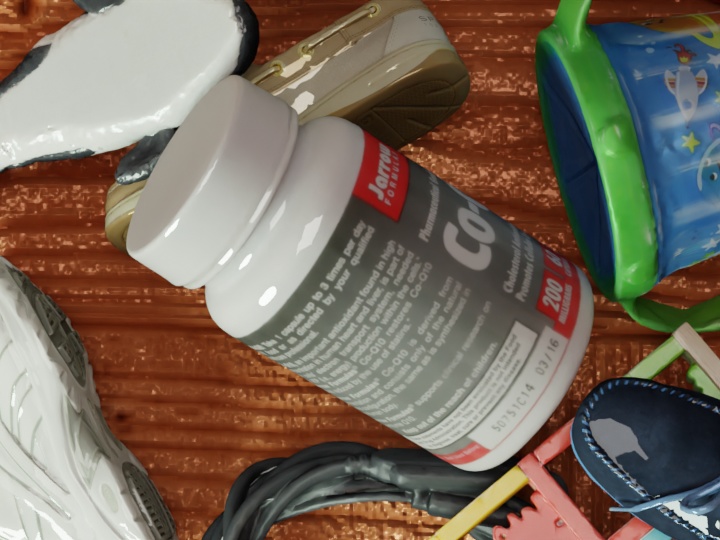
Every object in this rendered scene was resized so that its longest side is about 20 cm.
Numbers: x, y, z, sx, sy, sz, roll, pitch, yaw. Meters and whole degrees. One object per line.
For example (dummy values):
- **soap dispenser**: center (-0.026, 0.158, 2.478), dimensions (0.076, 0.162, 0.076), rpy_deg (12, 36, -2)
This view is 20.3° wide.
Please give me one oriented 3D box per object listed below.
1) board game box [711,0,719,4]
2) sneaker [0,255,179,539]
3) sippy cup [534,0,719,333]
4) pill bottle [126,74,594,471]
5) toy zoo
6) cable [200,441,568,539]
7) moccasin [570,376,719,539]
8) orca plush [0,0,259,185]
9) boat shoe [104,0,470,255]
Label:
- **board game box**: center (0.158, -0.190, 0.937), dimensions (0.195, 0.200, 0.056), rpy_deg (21, 81, 5)
- **sneaker**: center (-0.173, 0.084, 0.996), dimensions (0.099, 0.078, 0.201), rpy_deg (-28, 82, 5)
- **sippy cup**: center (0.164, -0.066, 0.960), dimensions (0.130, 0.178, 0.140), rpy_deg (-14, 60, -3)
- **pill bottle**: center (0.000, 0.000, 0.939), dimensions (0.199, 0.114, 0.114), rpy_deg (31, 87, -19)
- **toy zoo**: center (0.121, 0.138, 0.949), dimensions (0.200, 0.020, 0.131), rpy_deg (-39, 79, -5)
- **cable**: center (0.010, 0.168, 0.994), dimensions (0.199, 0.051, 0.164), rpy_deg (1, 89, -1)
- **moccasin**: center (0.191, 0.101, 0.907), dimensions (0.199, 0.068, 0.081), rpy_deg (25, 80, 8)
- **orca plush**: center (-0.124, -0.080, 1.012), dimensions (0.200, 0.071, 0.105), rpy_deg (-41, 73, 20)
- **boat shoe**: center (-0.043, -0.074, 1.009), dimensions (0.199, 0.074, 0.069), rpy_deg (-26, 60, 8)
